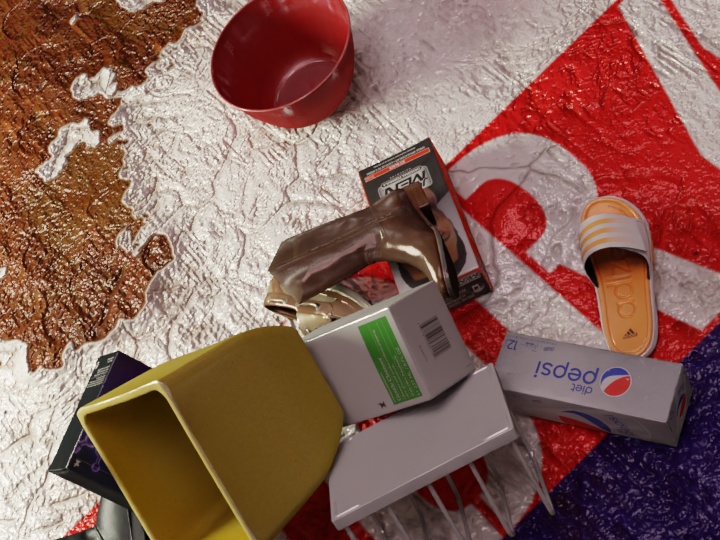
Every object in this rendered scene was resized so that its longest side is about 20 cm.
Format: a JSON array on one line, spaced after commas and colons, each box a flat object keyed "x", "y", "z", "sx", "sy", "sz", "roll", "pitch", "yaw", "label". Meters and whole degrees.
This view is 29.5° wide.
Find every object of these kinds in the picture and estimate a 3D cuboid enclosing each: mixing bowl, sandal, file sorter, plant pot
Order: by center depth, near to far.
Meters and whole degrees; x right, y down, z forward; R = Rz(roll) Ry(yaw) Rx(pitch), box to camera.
[{"x": 0.082, "y": 0.216, "z": 1.383, "sx": 0.198, "sy": 0.125, "sz": 0.139, "roll": -29, "pitch": 22, "yaw": 8, "label": "file sorter"}, {"x": -0.134, "y": 0.164, "z": 1.420, "sx": 0.199, "sy": 0.196, "sz": 0.195, "roll": -35, "pitch": 9, "yaw": -39, "label": "plant pot"}, {"x": 0.281, "y": -0.004, "z": 1.477, "sx": 0.078, "sy": 0.059, "sz": 0.209, "roll": -16, "pitch": 56, "yaw": 16, "label": "sandal"}, {"x": -0.085, "y": -0.260, "z": 1.772, "sx": 0.197, "sy": 0.109, "sz": 0.203, "roll": -11, "pitch": 57, "yaw": 18, "label": "mixing bowl"}]

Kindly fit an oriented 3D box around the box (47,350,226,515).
[{"x": -0.221, "y": 0.198, "z": 1.510, "sx": 0.079, "sy": 0.199, "sz": 0.143, "roll": -15, "pitch": 49, "yaw": 61, "label": "box"}]

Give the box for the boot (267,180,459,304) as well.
[{"x": 0.000, "y": 0.000, "z": 1.521, "sx": 0.198, "sy": 0.065, "sz": 0.187, "roll": -23, "pitch": 40, "yaw": 3, "label": "boot"}]

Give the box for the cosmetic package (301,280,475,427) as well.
[{"x": 0.014, "y": 0.096, "z": 1.457, "sx": 0.199, "sy": 0.084, "sz": 0.109, "roll": -26, "pitch": 91, "yaw": 47, "label": "cosmetic package"}]

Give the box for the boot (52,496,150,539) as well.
[{"x": -0.315, "y": 0.299, "z": 1.574, "sx": 0.166, "sy": 0.077, "sz": 0.202, "roll": -20, "pitch": 61, "yaw": 9, "label": "boot"}]

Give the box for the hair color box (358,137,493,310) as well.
[{"x": 0.074, "y": -0.048, "z": 1.601, "sx": 0.101, "sy": 0.061, "sz": 0.202, "roll": -25, "pitch": 55, "yaw": 9, "label": "hair color box"}]

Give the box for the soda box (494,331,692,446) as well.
[{"x": 0.238, "y": 0.123, "z": 1.421, "sx": 0.198, "sy": 0.064, "sz": 0.069, "roll": 9, "pitch": 64, "yaw": 29, "label": "soda box"}]

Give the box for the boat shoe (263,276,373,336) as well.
[{"x": -0.038, "y": 0.053, "z": 1.594, "sx": 0.199, "sy": 0.076, "sz": 0.072, "roll": 24, "pitch": 77, "yaw": 44, "label": "boat shoe"}]
